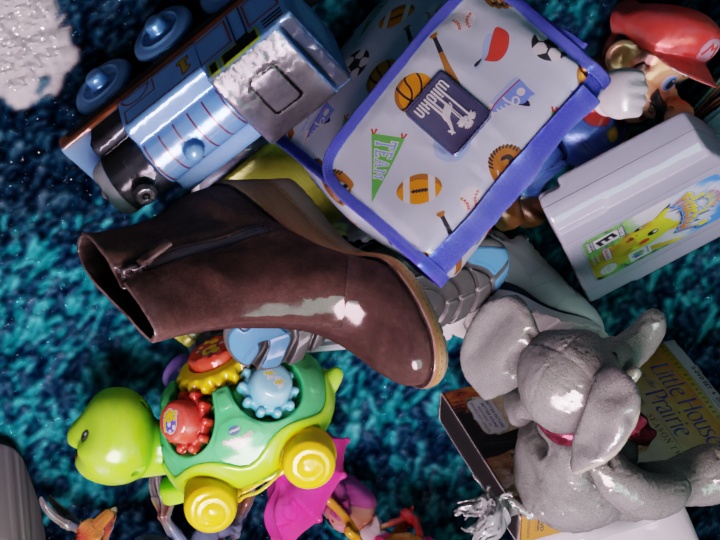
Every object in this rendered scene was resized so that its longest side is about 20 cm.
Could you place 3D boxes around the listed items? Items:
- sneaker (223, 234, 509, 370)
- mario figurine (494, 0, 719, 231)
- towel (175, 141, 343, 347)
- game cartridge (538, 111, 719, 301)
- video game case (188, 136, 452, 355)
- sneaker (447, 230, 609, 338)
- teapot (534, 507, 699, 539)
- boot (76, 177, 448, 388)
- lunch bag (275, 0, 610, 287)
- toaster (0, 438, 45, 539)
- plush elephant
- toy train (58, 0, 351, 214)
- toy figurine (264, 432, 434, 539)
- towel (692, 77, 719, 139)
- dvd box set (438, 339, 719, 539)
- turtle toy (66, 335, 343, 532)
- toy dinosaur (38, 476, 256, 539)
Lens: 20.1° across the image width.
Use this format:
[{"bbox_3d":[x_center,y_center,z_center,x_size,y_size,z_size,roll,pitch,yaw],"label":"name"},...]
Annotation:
[{"bbox_3d":[0.000,0.000,1.370,0.198,0.082,0.074,-12,131,-2],"label":"sneaker"},{"bbox_3d":[0.172,-0.095,1.386,0.106,0.124,0.200,38,113,-21],"label":"mario figurine"},{"bbox_3d":[-0.072,-0.032,1.395,0.200,0.018,0.086,-39,127,13],"label":"towel"},{"bbox_3d":[0.200,-0.043,1.421,0.133,0.041,0.200,-31,159,4],"label":"game cartridge"},{"bbox_3d":[-0.023,-0.019,1.444,0.198,0.023,0.183,-4,126,-13],"label":"video game case"},{"bbox_3d":[0.122,0.016,1.476,0.076,0.081,0.200,-23,153,21],"label":"sneaker"},{"bbox_3d":[0.182,0.214,1.566,0.145,0.198,0.201,-23,119,3],"label":"teapot"},{"bbox_3d":[-0.060,0.023,1.250,0.165,0.200,0.073,-20,141,-37],"label":"boot"},{"bbox_3d":[0.051,-0.094,1.273,0.170,0.200,0.124,-49,123,1],"label":"lunch bag"},{"bbox_3d":[-0.283,0.231,1.484,0.112,0.130,0.201,-9,127,-8],"label":"toaster"},{"bbox_3d":[0.152,0.089,1.365,0.199,0.165,0.156,-23,140,-32],"label":"plush elephant"},{"bbox_3d":[-0.102,-0.114,1.294,0.199,0.115,0.087,-37,126,12],"label":"toy train"},{"bbox_3d":[0.011,0.204,1.532,0.150,0.184,0.200,-43,165,16],"label":"toy figurine"},{"bbox_3d":[0.320,-0.099,1.439,0.198,0.022,0.147,3,157,-18],"label":"towel"},{"bbox_3d":[0.175,0.122,1.490,0.198,0.147,0.030,-11,128,-17],"label":"dvd box set"},{"bbox_3d":[-0.105,0.105,1.422,0.198,0.146,0.102,-24,112,4],"label":"turtle toy"},{"bbox_3d":[-0.138,0.209,1.489,0.200,0.181,0.105,47,120,6],"label":"toy dinosaur"}]
